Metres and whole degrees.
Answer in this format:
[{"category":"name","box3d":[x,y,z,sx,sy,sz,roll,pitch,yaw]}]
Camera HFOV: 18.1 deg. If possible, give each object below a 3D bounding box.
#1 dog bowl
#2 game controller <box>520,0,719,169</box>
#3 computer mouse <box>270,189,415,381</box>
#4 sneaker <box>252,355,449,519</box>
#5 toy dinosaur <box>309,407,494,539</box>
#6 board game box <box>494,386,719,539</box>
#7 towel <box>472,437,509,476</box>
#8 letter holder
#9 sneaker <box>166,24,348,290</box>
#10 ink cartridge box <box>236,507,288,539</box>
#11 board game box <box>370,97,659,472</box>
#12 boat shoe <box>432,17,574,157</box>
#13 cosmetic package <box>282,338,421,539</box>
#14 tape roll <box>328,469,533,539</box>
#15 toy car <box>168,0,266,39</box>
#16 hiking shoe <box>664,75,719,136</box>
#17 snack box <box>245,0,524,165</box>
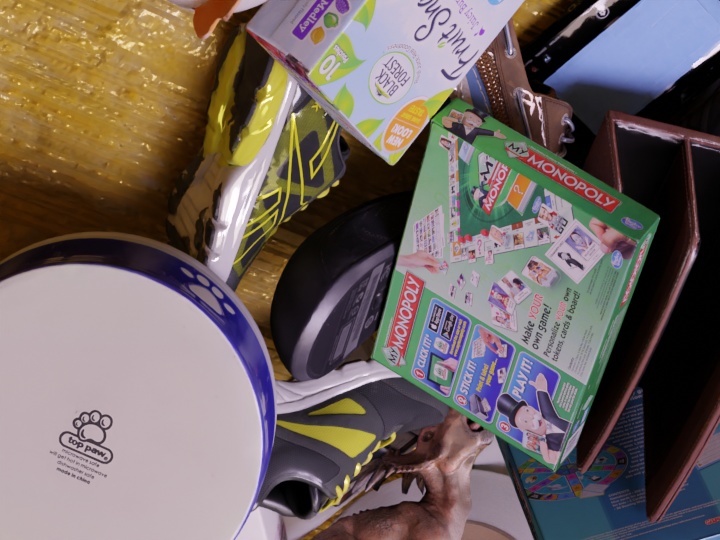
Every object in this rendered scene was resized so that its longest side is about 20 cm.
[{"category":"dog bowl","box3d":[-0.147,0.083,1.250,0.199,0.079,0.201,0,102,1]},{"category":"game controller","box3d":[0.166,-0.133,1.349,0.200,0.042,0.104,-40,134,15]},{"category":"computer mouse","box3d":[0.000,0.000,1.355,0.200,0.053,0.139,-34,152,-52]},{"category":"sneaker","box3d":[-0.026,0.109,1.372,0.199,0.085,0.074,-8,159,-34]},{"category":"toy dinosaur","box3d":[0.009,0.176,1.432,0.199,0.136,0.086,-26,156,-16]},{"category":"board game box","box3d":[0.174,0.126,1.434,0.150,0.200,0.047,-16,126,-1]},{"category":"towel","box3d":[0.153,0.125,1.589,0.199,0.031,0.150,-4,136,-12]},{"category":"letter holder","box3d":[0.161,0.034,1.330,0.100,0.143,0.200,13,131,-9]},{"category":"sneaker","box3d":[-0.051,-0.050,1.300,0.084,0.075,0.201,3,130,-26]},{"category":"ink cartridge box","box3d":[-0.106,0.190,1.453,0.116,0.067,0.201,-10,111,7]},{"category":"board game box","box3d":[0.083,0.012,1.287,0.029,0.134,0.200,-44,158,-39]},{"category":"boat shoe","box3d":[0.086,-0.081,1.305,0.072,0.072,0.201,-26,115,-11]},{"category":"cosmetic package","box3d":[-0.045,0.131,1.505,0.200,0.051,0.082,-41,133,17]},{"category":"tape roll","box3d":[0.065,0.218,1.493,0.202,0.203,0.037,-13,136,-11]},{"category":"toy car","box3d":[-0.065,-0.199,1.070,0.184,0.200,0.177,14,125,-34]},{"category":"hiking shoe","box3d":[0.212,-0.058,1.393,0.076,0.101,0.200,21,126,-36]},{"category":"snack box","box3d":[0.042,-0.167,1.179,0.200,0.053,0.142,-51,154,-1]}]
